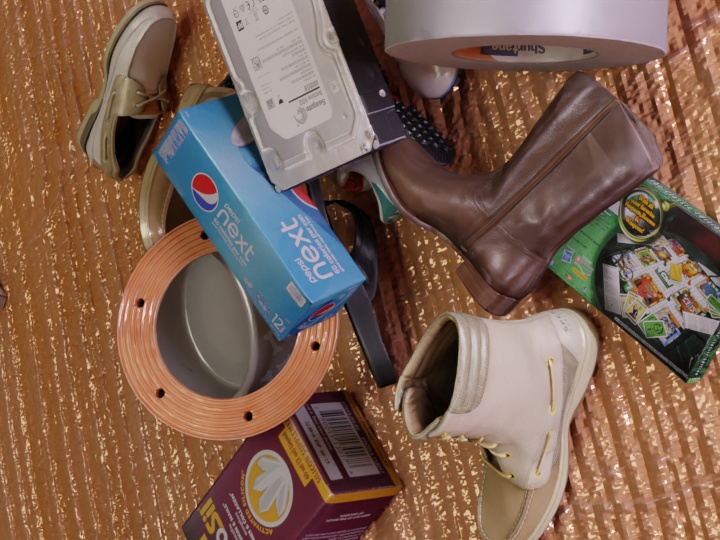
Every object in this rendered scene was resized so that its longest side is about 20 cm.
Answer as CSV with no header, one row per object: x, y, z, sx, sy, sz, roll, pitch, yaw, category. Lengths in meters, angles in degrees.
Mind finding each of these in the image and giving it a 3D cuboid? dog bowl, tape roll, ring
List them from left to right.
-0.137,0.046,1.452,0.200,0.059,0.201,13,109,41,dog bowl
-0.114,0.047,1.333,0.199,0.019,0.201,-3,78,13,ring
0.117,-0.185,1.091,0.200,0.200,0.067,1,91,48,tape roll

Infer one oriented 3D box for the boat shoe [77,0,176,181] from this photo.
-0.227,-0.182,1.580,0.068,0.075,0.200,50,132,29,boat shoe

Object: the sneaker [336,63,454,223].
-0.006,-0.122,1.324,0.200,0.070,0.094,50,118,33,sneaker

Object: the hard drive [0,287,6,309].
-0.527,-0.022,1.861,0.200,0.131,0.026,48,123,37,hard drive

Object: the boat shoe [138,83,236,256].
-0.149,-0.095,1.416,0.064,0.071,0.201,3,56,19,boat shoe

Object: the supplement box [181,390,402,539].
-0.065,0.212,1.375,0.200,0.085,0.111,-54,53,33,supplement box

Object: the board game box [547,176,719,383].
0.198,-0.017,1.131,0.200,0.023,0.105,44,122,39,board game box

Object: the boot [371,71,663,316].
0.115,-0.093,1.155,0.187,0.064,0.200,51,129,15,boot

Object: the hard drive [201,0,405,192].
-0.053,-0.174,1.216,0.139,0.038,0.201,-18,94,49,hard drive

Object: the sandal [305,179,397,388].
0.000,0.001,1.327,0.075,0.048,0.201,105,144,-85,sandal

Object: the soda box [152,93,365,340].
-0.086,-0.047,1.283,0.200,0.068,0.064,55,137,13,soda box

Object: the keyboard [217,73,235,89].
-0.119,-0.088,1.475,0.104,0.040,0.201,-46,56,37,keyboard

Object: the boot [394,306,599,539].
0.090,0.123,1.150,0.072,0.154,0.201,29,111,44,boot

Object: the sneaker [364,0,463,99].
0.028,-0.230,1.288,0.072,0.072,0.201,-36,65,40,sneaker
